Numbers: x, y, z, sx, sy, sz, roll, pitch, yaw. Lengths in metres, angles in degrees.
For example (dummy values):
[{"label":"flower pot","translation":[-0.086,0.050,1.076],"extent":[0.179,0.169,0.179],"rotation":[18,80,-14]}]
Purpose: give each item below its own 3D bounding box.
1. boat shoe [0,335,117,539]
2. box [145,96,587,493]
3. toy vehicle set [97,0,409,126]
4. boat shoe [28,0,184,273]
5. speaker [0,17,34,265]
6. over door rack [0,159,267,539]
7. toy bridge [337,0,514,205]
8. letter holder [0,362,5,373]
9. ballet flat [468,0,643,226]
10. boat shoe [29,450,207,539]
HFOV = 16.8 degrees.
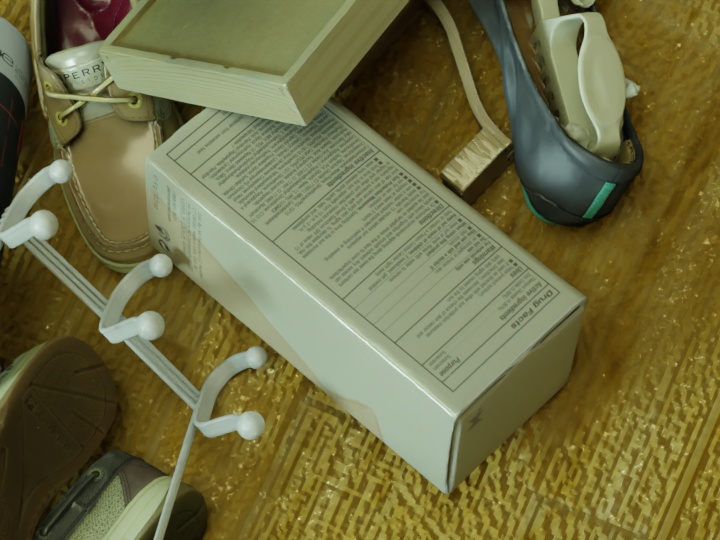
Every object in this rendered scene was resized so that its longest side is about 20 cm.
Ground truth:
[{"label":"boat shoe","translation":[-0.189,0.108,1.139],"extent":[0.063,0.200,0.073],"rotation":[-17,111,42]},{"label":"box","translation":[0.000,0.000,1.143],"extent":[0.200,0.078,0.095],"rotation":[41,64,21]},{"label":"toy vehicle set","translation":[-0.021,-0.156,1.176],"extent":[0.124,0.027,0.200],"rotation":[15,56,39]},{"label":"boat shoe","translation":[-0.134,-0.097,1.224],"extent":[0.074,0.066,0.200],"rotation":[-17,71,9]},{"label":"speaker","translation":[-0.209,-0.036,1.181],"extent":[0.081,0.081,0.200],"rotation":[-8,48,12]},{"label":"over door rack","translation":[-0.120,0.053,1.093],"extent":[0.067,0.200,0.148],"rotation":[-33,110,34]},{"label":"toy bridge","translation":[0.005,-0.120,1.217],"extent":[0.067,0.027,0.200],"rotation":[-45,69,-4]},{"label":"letter holder","translation":[-0.246,0.131,1.172],"extent":[0.142,0.101,0.200],"rotation":[-4,74,11]},{"label":"ballet flat","translation":[0.094,-0.121,1.170],"extent":[0.073,0.073,0.200],"rotation":[-16,73,9]},{"label":"boat shoe","translation":[-0.157,0.170,1.152],"extent":[0.066,0.072,0.201],"rotation":[31,71,33]}]
